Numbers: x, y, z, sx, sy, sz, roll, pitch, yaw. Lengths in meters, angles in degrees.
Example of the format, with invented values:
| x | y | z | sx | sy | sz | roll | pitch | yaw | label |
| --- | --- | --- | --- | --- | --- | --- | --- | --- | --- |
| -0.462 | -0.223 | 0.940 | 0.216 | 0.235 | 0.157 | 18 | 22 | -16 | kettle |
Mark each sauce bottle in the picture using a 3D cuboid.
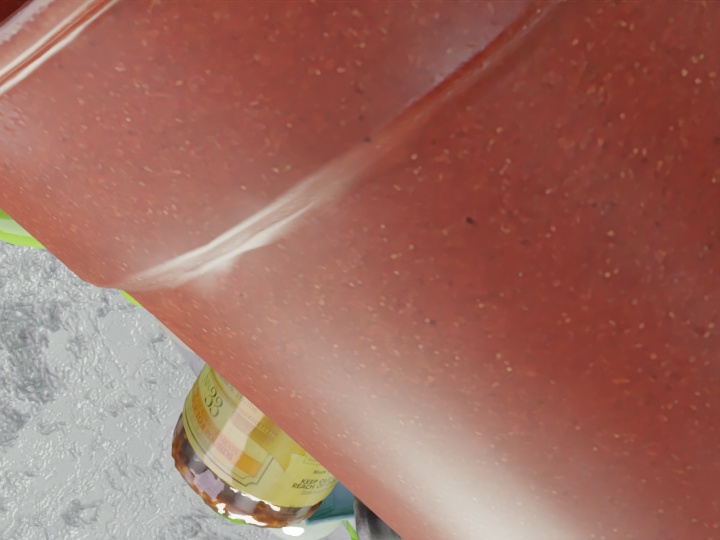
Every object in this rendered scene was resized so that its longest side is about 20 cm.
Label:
| x | y | z | sx | sy | sz | roll | pitch | yaw | label |
| --- | --- | --- | --- | --- | --- | --- | --- | --- | --- |
| 0.000 | 0.000 | 0.754 | 0.066 | 0.201 | 0.066 | 22 | -151 | -13 | sauce bottle |

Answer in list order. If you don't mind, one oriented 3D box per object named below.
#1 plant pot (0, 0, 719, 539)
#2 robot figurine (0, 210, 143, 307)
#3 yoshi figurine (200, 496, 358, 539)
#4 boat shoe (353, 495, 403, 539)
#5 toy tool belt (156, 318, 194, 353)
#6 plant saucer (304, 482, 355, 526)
| x | y | z | sx | sy | sz | roll | pitch | yaw | label |
| --- | --- | --- | --- | --- | --- | --- | --- | --- | --- |
| 0.047 | -0.024 | 0.414 | 0.195 | 0.201 | 0.201 | 48 | 173 | -15 | plant pot |
| -0.055 | -0.069 | 0.790 | 0.115 | 0.200 | 0.176 | 2 | 113 | 30 | robot figurine |
| 0.003 | 0.103 | 0.978 | 0.199 | 0.113 | 0.112 | 18 | 141 | 20 | yoshi figurine |
| 0.020 | 0.026 | 0.851 | 0.071 | 0.063 | 0.201 | 57 | -159 | -35 | boat shoe |
| -0.023 | -0.013 | 1.100 | 0.200 | 0.123 | 0.125 | 25 | 138 | 47 | toy tool belt |
| -0.007 | 0.005 | 0.927 | 0.070 | 0.019 | 0.201 | 154 | 117 | -69 | plant saucer |
